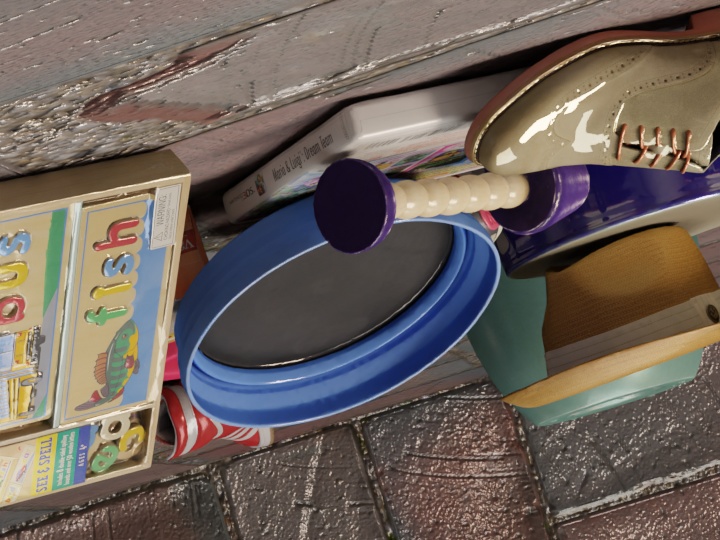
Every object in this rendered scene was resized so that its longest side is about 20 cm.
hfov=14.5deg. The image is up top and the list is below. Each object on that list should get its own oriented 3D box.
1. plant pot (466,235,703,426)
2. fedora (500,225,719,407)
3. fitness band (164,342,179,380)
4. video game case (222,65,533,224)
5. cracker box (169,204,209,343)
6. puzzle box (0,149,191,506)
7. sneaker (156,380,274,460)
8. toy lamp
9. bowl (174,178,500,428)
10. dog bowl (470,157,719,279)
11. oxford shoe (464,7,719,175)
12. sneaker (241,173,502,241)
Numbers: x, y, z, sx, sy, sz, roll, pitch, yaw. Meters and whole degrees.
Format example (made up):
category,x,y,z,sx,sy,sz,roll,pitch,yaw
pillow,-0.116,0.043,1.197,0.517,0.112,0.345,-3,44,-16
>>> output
category,x,y,z,sx,sy,sz,roll,pitch,yaw
plant pot,0.166,0.023,2.104,0.200,0.161,0.201,-16,172,-2
fedora,0.169,0.023,1.792,0.200,0.082,0.201,-20,177,-1
fitness band,-0.092,0.044,2.179,0.143,0.038,0.200,-24,171,31
video game case,0.043,-0.077,1.602,0.200,0.024,0.182,-14,173,-27
cracker box,-0.167,0.021,1.723,0.134,0.058,0.200,-17,174,-12
puzzle box,-0.162,0.035,1.479,0.133,0.025,0.200,-13,131,-29
sneaker,-0.140,0.136,2.614,0.112,0.071,0.200,-20,166,-7
toy lamp,0.058,-0.044,1.573,0.058,0.058,0.200,-22,171,37
bowl,-0.016,0.018,1.662,0.200,0.039,0.201,-19,150,-12
dog bowl,0.175,-0.061,1.806,0.200,0.079,0.200,-16,173,-2
oxford shoe,0.153,-0.085,1.516,0.200,0.074,0.071,-20,147,-17
sneaker,0.000,0.000,1.757,0.200,0.081,0.075,-22,-147,29
